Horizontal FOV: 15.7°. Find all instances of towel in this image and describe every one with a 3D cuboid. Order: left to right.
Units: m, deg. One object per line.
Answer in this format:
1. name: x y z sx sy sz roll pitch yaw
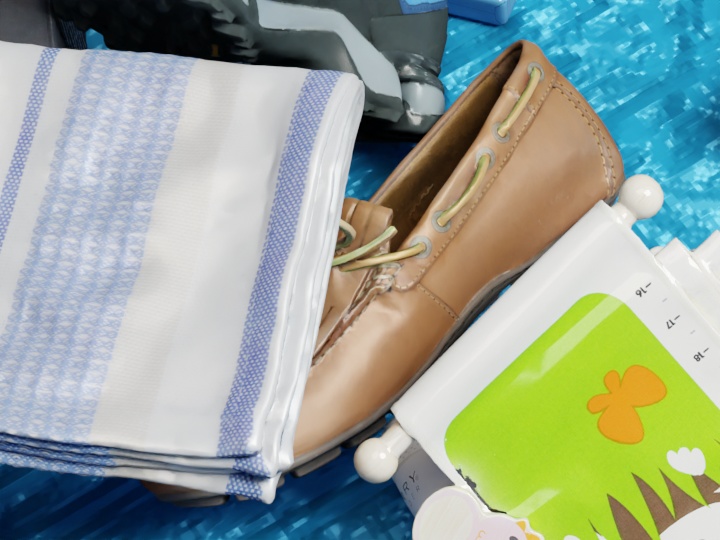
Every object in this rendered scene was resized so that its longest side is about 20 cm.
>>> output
1. towel: -0.104 -0.010 0.787 0.199 0.024 0.147 7 61 10

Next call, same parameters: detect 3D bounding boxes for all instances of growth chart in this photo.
1. growth chart: 0.111 0.071 0.792 0.200 0.018 0.145 37 90 -1

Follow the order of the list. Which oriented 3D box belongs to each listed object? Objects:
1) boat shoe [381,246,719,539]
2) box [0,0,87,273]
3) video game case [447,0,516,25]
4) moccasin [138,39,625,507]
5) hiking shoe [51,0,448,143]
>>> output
1. boat shoe: 0.098 0.022 0.842 0.200 0.071 0.069 -28 61 -8
2. box: -0.167 -0.043 0.888 0.148 0.107 0.200 -9 59 0
3. video game case: 0.020 -0.193 1.005 0.143 0.018 0.200 15 63 14
4. moccasin: 0.001 0.000 0.851 0.201 0.074 0.078 -41 107 -16
5. hiking shoe: -0.042 -0.110 0.867 0.074 0.200 0.087 -1 72 37
